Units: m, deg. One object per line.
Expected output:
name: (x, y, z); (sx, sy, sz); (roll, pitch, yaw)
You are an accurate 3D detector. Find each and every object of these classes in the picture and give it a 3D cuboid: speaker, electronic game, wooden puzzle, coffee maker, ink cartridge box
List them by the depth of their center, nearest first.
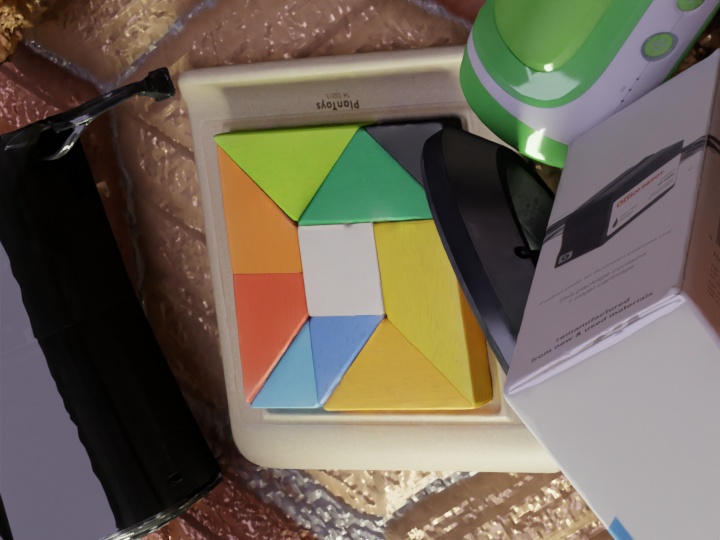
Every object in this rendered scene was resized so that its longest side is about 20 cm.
ink cartridge box: (0.139, 0.030, 1.116); (0.084, 0.200, 0.145); (-31, 109, 26)
speaker: (0.118, -0.136, 1.179); (0.088, 0.088, 0.200); (45, 126, 16)
electronic game: (0.082, 0.029, 1.195); (0.042, 0.200, 0.200); (-31, 86, 13)
wooden puzzle: (0.000, 0.000, 1.340); (0.185, 0.037, 0.200); (-2, 104, 36)
coffee maker: (-0.149, 0.036, 1.395); (0.192, 0.135, 0.200); (-21, 94, 42)

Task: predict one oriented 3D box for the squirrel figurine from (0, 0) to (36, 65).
squirrel figurine: (-0.195, -0.177, 1.359); (0.187, 0.142, 0.200); (18, 132, 41)
